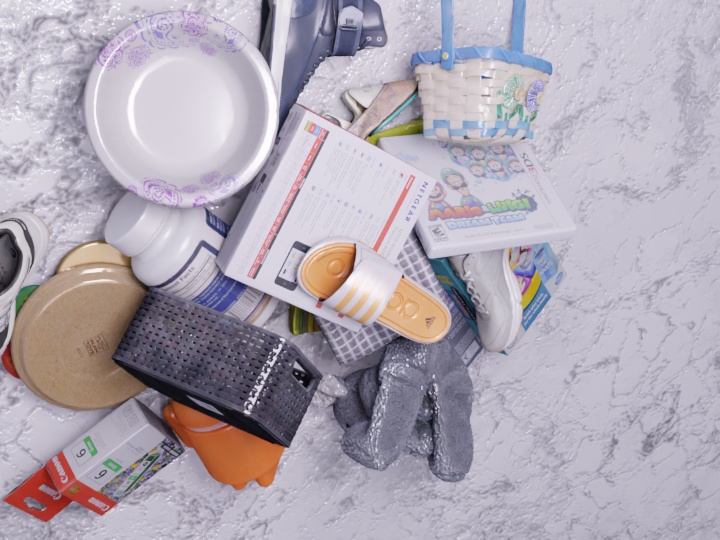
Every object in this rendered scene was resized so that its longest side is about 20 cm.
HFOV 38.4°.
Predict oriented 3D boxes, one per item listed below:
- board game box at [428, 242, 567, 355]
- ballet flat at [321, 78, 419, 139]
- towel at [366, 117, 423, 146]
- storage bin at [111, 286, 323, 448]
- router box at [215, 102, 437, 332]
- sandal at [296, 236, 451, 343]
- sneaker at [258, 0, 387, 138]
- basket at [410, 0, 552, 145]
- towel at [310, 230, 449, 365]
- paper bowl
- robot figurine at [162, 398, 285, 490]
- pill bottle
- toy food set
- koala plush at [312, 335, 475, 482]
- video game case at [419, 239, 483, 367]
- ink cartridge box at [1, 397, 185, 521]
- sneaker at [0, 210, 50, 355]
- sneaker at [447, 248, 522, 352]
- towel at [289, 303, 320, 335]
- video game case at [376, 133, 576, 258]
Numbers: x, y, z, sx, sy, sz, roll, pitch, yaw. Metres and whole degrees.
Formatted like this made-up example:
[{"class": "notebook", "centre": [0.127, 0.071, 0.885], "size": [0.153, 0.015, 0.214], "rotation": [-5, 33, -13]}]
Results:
[{"class": "board game box", "centre": [0.183, -0.007, 1.390], "size": [0.151, 0.047, 0.200], "rotation": [-51, 127, -17]}, {"class": "ballet flat", "centre": [-0.010, -0.175, 1.230], "size": [0.067, 0.068, 0.200], "rotation": [44, 81, -10]}, {"class": "towel", "centre": [0.037, -0.136, 1.301], "size": [0.199, 0.018, 0.087], "rotation": [-20, 122, -16]}, {"class": "storage bin", "centre": [-0.159, 0.110, 1.156], "size": [0.094, 0.199, 0.135], "rotation": [-63, 155, -16]}, {"class": "router box", "centre": [-0.038, -0.055, 1.153], "size": [0.179, 0.049, 0.201], "rotation": [25, 97, -26]}, {"class": "sandal", "centre": [0.028, 0.029, 1.144], "size": [0.206, 0.059, 0.080], "rotation": [26, 96, -26]}, {"class": "sneaker", "centre": [-0.046, -0.235, 1.178], "size": [0.145, 0.077, 0.204], "rotation": [2, 112, -23]}, {"class": "basket", "centre": [0.147, -0.249, 1.220], "size": [0.176, 0.138, 0.202], "rotation": [-7, 96, -51]}, {"class": "towel", "centre": [0.000, 0.000, 1.258], "size": [0.165, 0.086, 0.201], "rotation": [-28, 116, 1]}, {"class": "paper bowl", "centre": [-0.188, -0.167, 1.102], "size": [0.199, 0.104, 0.202], "rotation": [0, 93, -7]}, {"class": "robot figurine", "centre": [-0.164, 0.187, 1.304], "size": [0.116, 0.144, 0.201], "rotation": [-39, 126, -23]}, {"class": "pill bottle", "centre": [-0.193, -0.013, 1.195], "size": [0.200, 0.111, 0.111], "rotation": [38, 94, -34]}, {"class": "toy food set", "centre": [-0.317, 0.077, 1.218], "size": [0.198, 0.049, 0.200], "rotation": [-39, 125, -3]}, {"class": "koala plush", "centre": [0.035, 0.173, 1.358], "size": [0.177, 0.200, 0.185], "rotation": [16, 75, -31]}, {"class": "video game case", "centre": [0.135, 0.021, 1.400], "size": [0.143, 0.019, 0.200], "rotation": [-49, 125, -19]}, {"class": "ink cartridge box", "centre": [-0.327, 0.251, 1.275], "size": [0.200, 0.050, 0.109], "rotation": [-38, 148, -5]}, {"class": "sneaker", "centre": [-0.409, 0.028, 1.116], "size": [0.075, 0.088, 0.201], "rotation": [24, 99, -3]}, {"class": "sneaker", "centre": [0.148, 0.005, 1.296], "size": [0.091, 0.076, 0.202], "rotation": [-6, 98, -29]}, {"class": "towel", "centre": [0.004, 0.036, 1.360], "size": [0.199, 0.018, 0.087], "rotation": [-5, 116, -24]}, {"class": "video game case", "centre": [0.140, -0.101, 1.259], "size": [0.199, 0.183, 0.024], "rotation": [-8, 144, -22]}]
